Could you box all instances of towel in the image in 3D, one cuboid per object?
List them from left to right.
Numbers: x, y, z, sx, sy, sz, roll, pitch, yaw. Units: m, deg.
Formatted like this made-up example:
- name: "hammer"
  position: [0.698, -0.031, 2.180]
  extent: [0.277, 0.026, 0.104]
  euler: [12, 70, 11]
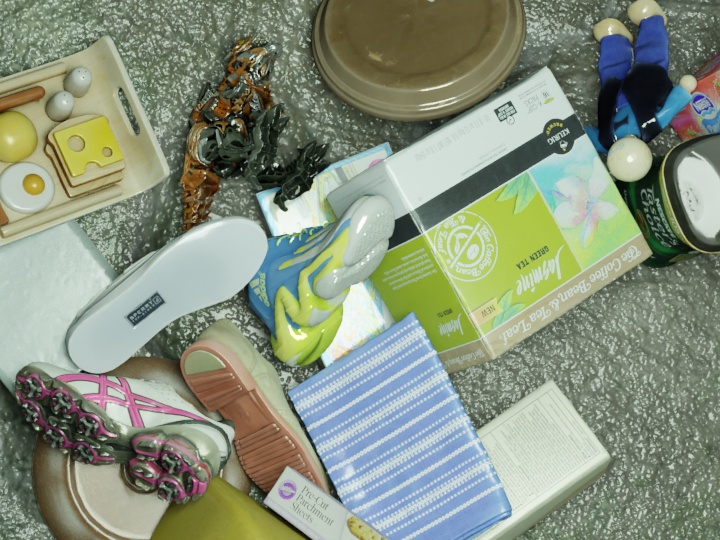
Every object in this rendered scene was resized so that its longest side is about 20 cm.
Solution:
- name: "towel"
  position: [0.032, 0.158, 1.593]
  extent: [0.144, 0.024, 0.201]
  euler: [-32, 73, 19]

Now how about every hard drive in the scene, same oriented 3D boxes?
- name: "hard drive"
  position: [-0.303, 0.008, 1.634]
  extent: [0.139, 0.033, 0.200]
  euler: [-38, 92, -10]

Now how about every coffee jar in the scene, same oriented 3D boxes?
- name: "coffee jar"
  position: [0.299, -0.062, 1.649]
  extent: [0.085, 0.200, 0.105]
  euler: [-18, 88, -10]

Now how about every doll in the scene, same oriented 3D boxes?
- name: "doll"
  position: [0.245, -0.155, 1.669]
  extent: [0.048, 0.136, 0.201]
  euler: [40, 38, -32]

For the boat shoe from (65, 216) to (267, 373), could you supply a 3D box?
- name: "boat shoe"
  position: [-0.175, 0.011, 1.598]
  extent: [0.199, 0.065, 0.074]
  euler: [-30, 113, -5]

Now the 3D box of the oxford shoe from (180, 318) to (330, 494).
- name: "oxford shoe"
  position: [-0.081, 0.129, 1.641]
  extent: [0.070, 0.074, 0.201]
  euler: [-20, 111, 30]

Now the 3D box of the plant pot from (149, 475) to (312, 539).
- name: "plant pot"
  position: [-0.086, 0.309, 1.540]
  extent: [0.195, 0.200, 0.195]
  euler: [35, 81, -18]

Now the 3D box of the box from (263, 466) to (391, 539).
- name: "box"
  position: [0.006, 0.240, 1.561]
  extent: [0.200, 0.039, 0.042]
  euler: [34, 86, 24]

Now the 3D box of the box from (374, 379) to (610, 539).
- name: "box"
  position: [0.118, 0.198, 1.650]
  extent: [0.199, 0.078, 0.095]
  euler: [-32, 72, -9]

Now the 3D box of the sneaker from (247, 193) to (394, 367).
- name: "sneaker"
  position: [-0.048, -0.010, 1.588]
  extent: [0.105, 0.200, 0.076]
  euler: [45, 38, 20]

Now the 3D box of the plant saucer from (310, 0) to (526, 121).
- name: "plant saucer"
  position: [0.051, -0.224, 1.664]
  extent: [0.199, 0.030, 0.201]
  euler: [-4, 58, 7]

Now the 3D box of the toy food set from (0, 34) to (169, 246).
- name: "toy food set"
  position: [-0.282, -0.115, 1.607]
  extent: [0.199, 0.060, 0.144]
  euler: [-23, 84, -28]

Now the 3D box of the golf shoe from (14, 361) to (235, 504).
- name: "golf shoe"
  position: [-0.205, 0.129, 1.591]
  extent: [0.199, 0.073, 0.092]
  euler: [26, 40, 10]

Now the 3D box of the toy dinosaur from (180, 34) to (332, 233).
- name: "toy dinosaur"
  position: [-0.108, -0.111, 1.646]
  extent: [0.102, 0.135, 0.201]
  euler: [0, 103, -52]

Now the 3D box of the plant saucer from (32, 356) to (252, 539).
- name: "plant saucer"
  position: [-0.194, 0.177, 1.636]
  extent: [0.199, 0.037, 0.202]
  euler: [1, 84, -9]

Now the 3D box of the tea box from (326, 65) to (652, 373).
- name: "tea box"
  position: [0.114, -0.041, 1.628]
  extent: [0.199, 0.133, 0.197]
  euler: [-32, 94, -26]

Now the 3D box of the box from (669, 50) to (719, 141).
- name: "box"
  position: [0.363, -0.161, 1.667]
  extent: [0.102, 0.200, 0.095]
  euler: [-39, 92, -9]

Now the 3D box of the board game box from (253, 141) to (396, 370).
- name: "board game box"
  position: [0.000, 0.000, 1.681]
  extent: [0.134, 0.034, 0.201]
  euler: [-21, 89, -10]
